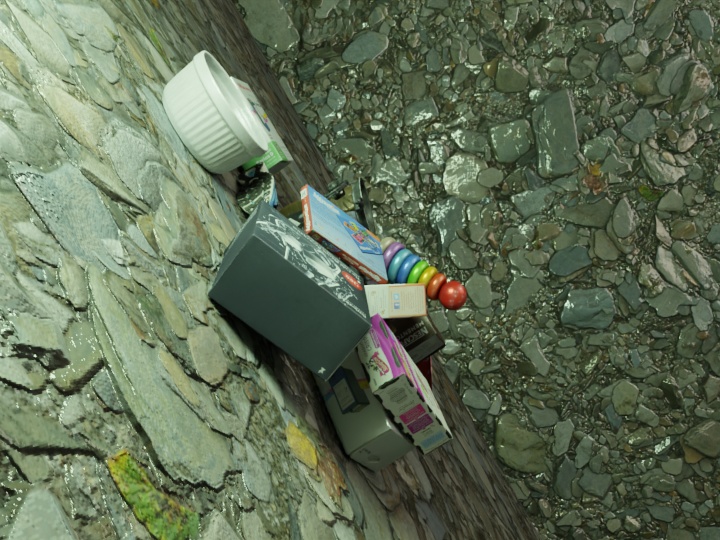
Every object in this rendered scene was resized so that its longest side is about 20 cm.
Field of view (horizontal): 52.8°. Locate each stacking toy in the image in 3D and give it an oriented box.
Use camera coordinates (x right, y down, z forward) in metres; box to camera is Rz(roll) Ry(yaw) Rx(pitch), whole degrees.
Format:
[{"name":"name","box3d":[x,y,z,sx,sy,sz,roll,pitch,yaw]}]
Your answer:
[{"name":"stacking toy","box3d":[0.114,0.014,1.390,0.198,0.086,0.085,29,-6,25]}]

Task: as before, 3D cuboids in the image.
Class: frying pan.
[{"name":"frying pan","box3d":[0.005,-0.102,1.329,0.191,0.030,0.117,-81,157,-67]}]

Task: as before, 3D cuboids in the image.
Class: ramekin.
[{"name":"ramekin","box3d":[-0.257,-0.266,1.266,0.202,0.104,0.200,58,8,-12]}]

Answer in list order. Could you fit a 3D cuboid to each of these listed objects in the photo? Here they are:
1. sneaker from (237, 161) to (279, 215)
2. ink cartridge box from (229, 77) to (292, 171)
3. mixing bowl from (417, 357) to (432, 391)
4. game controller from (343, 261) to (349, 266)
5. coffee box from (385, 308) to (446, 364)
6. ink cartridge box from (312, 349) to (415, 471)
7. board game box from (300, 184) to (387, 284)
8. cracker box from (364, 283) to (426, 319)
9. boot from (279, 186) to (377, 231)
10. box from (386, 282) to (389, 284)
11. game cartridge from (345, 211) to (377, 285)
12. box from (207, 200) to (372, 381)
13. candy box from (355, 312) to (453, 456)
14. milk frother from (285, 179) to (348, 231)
[{"name":"sneaker","box3d":[-0.182,-0.139,1.390,0.091,0.077,0.201,59,6,-26]},{"name":"ink cartridge box","box3d":[-0.239,-0.298,1.548,0.202,0.087,0.145,57,8,-4]},{"name":"mixing bowl","box3d":[0.084,0.230,1.464,0.200,0.106,0.205,180,-90,-90]},{"name":"game controller","box3d":[-0.065,0.005,1.494,0.199,0.041,0.107,-165,-112,-69]},{"name":"coffee box","box3d":[0.044,0.135,1.335,0.116,0.198,0.080,62,9,30]},{"name":"ink cartridge box","box3d":[-0.001,0.208,1.182,0.202,0.086,0.145,65,9,31]},{"name":"board game box","box3d":[-0.027,-0.058,1.247,0.199,0.019,0.104,34,35,-40]},{"name":"cracker box","box3d":[-0.004,0.054,1.209,0.134,0.196,0.059,170,-83,-72]},{"name":"boot","box3d":[-0.072,-0.090,1.507,0.155,0.196,0.073,53,21,-62]},{"name":"box","box3d":[0.014,0.037,1.537,0.049,0.198,0.118,54,8,-20]},{"name":"game cartridge","box3d":[0.000,0.000,1.410,0.131,0.038,0.203,106,-28,-51]},{"name":"box","box3d":[-0.093,0.022,1.002,0.199,0.104,0.183,37,14,-15]},{"name":"candy box","box3d":[0.064,0.182,1.147,0.201,0.060,0.137,54,8,-40]},{"name":"milk frother","box3d":[-0.060,-0.036,1.332,0.189,0.198,0.181,55,4,-27]}]
